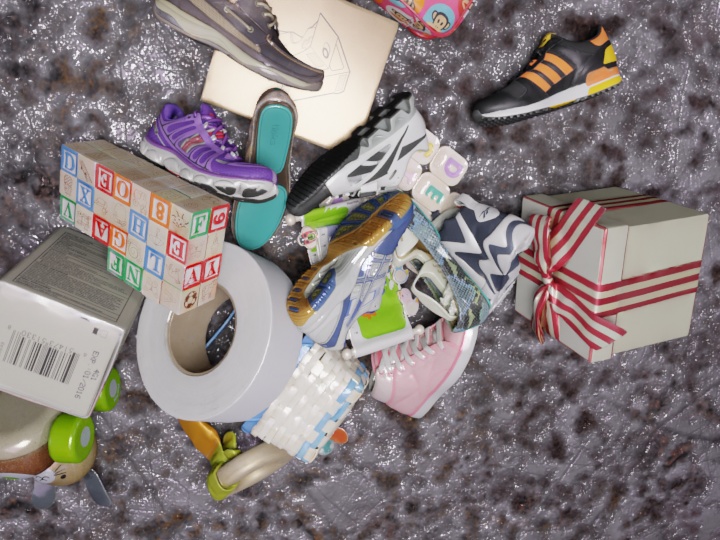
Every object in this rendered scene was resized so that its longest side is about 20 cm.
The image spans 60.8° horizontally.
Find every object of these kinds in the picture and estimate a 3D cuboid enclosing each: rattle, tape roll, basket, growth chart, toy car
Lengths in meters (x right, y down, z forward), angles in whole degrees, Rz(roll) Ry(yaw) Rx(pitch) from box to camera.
[{"bbox_3d":[-0.135,0.221,0.859,0.196,0.144,0.132,-27,144,-16],"label":"rattle"},{"bbox_3d":[-0.167,0.072,0.720,0.204,0.203,0.070,-50,151,8],"label":"tape roll"},{"bbox_3d":[-0.100,0.128,0.781,0.199,0.139,0.177,40,98,-4],"label":"basket"},{"bbox_3d":[0.001,0.006,0.762,0.142,0.018,0.205,-23,93,-30],"label":"growth chart"},{"bbox_3d":[-0.386,0.230,0.764,0.159,0.159,0.205,1,120,3],"label":"toy car"}]

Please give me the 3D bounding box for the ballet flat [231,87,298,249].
[{"bbox_3d":[-0.112,-0.121,0.729,0.066,0.068,0.203,8,125,-21],"label":"ballet flat"}]

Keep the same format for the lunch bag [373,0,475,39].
[{"bbox_3d":[0.063,-0.382,0.676,0.198,0.082,0.178,33,99,-17],"label":"lunch bag"}]

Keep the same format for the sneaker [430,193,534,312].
[{"bbox_3d":[0.140,-0.020,0.806,0.079,0.129,0.201,-41,157,-22],"label":"sneaker"}]

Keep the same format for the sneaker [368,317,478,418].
[{"bbox_3d":[0.074,0.115,0.818,0.102,0.076,0.202,22,127,-11],"label":"sneaker"}]

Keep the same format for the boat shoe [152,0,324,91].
[{"bbox_3d":[-0.122,-0.261,0.662,0.196,0.075,0.075,24,102,-15],"label":"boat shoe"}]

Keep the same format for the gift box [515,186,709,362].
[{"bbox_3d":[0.304,-0.007,0.765,0.182,0.200,0.190,-9,107,-17],"label":"gift box"}]

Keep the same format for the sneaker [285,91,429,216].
[{"bbox_3d":[0.004,-0.114,0.726,0.198,0.074,0.089,-38,120,-5],"label":"sneaker"}]

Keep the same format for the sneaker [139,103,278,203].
[{"bbox_3d":[-0.167,-0.135,0.672,0.197,0.080,0.085,28,96,27],"label":"sneaker"}]

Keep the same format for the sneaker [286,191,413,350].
[{"bbox_3d":[0.000,0.000,0.715,0.201,0.075,0.089,-49,125,-13],"label":"sneaker"}]

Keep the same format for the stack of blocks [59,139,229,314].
[{"bbox_3d":[-0.244,-0.053,0.677,0.197,0.058,0.118,27,117,21],"label":"stack of blocks"}]

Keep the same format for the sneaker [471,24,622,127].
[{"bbox_3d":[0.223,-0.243,0.764,0.195,0.070,0.093,-17,95,-5],"label":"sneaker"}]

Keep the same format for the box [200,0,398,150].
[{"bbox_3d":[-0.071,-0.247,0.724,0.195,0.021,0.167,18,103,-13],"label":"box"}]

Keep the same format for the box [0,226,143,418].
[{"bbox_3d":[-0.319,0.048,0.680,0.125,0.200,0.111,24,103,-16],"label":"box"}]

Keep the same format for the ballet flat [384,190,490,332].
[{"bbox_3d":[0.077,-0.010,0.746,0.074,0.074,0.201,-40,76,5],"label":"ballet flat"}]

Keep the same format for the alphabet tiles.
[{"bbox_3d":[0.050,-0.083,0.804,0.193,0.015,0.202,33,99,-18],"label":"alphabet tiles"}]
